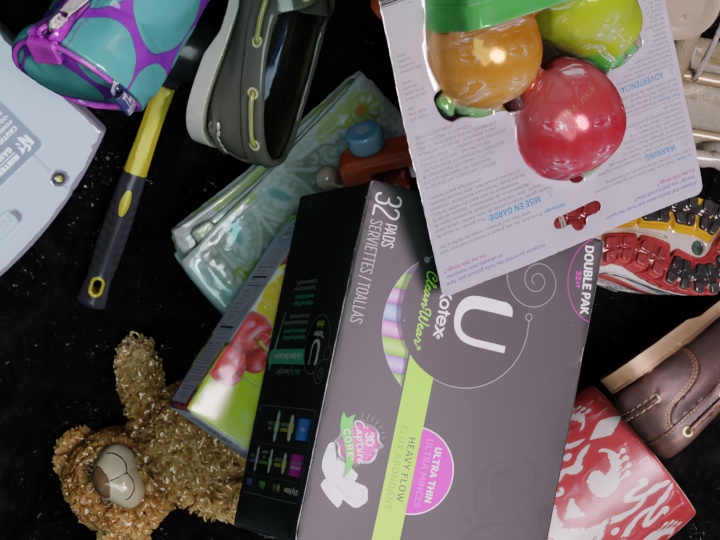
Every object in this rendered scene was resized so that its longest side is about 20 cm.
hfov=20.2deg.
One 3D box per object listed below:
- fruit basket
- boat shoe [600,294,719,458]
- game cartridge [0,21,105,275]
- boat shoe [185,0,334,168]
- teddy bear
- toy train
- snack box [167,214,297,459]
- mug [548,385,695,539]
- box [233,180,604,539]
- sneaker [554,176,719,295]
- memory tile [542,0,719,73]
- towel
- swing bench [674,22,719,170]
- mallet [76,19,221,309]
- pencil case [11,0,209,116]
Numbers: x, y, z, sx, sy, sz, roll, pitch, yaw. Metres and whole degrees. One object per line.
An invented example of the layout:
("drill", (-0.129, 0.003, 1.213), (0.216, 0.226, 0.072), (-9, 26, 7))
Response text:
("fruit basket", (0.093, -0.109, 1.083), (0.185, 0.094, 0.200), (-22, 113, -27))
("boat shoe", (0.243, 0.046, 1.291), (0.200, 0.070, 0.070), (-34, 83, -22))
("game cartridge", (-0.262, -0.053, 1.258), (0.200, 0.041, 0.133), (-43, 101, 5))
("boat shoe", (-0.044, -0.160, 1.207), (0.060, 0.072, 0.202), (27, 108, 25))
("teddy bear", (-0.102, 0.104, 1.299), (0.200, 0.067, 0.145), (-13, 103, -4))
("toy train", (0.032, -0.104, 1.167), (0.150, 0.056, 0.200), (-8, 127, 9))
("snack box", (0.006, 0.078, 1.222), (0.200, 0.053, 0.142), (36, 79, -16))
("mug", (0.095, 0.162, 1.306), (0.200, 0.133, 0.178), (-38, 107, 0))
("box", (0.030, 0.066, 1.138), (0.148, 0.124, 0.200), (13, 83, -19))
("sneaker", (0.139, -0.022, 1.280), (0.200, 0.082, 0.078), (18, 77, -16))
("memory tile", (0.102, -0.191, 1.140), (0.153, 0.017, 0.200), (-24, 123, 20))
("towel", (0.000, 0.000, 1.271), (0.171, 0.048, 0.200), (-43, 104, -11))
("swing bench", (0.290, -0.156, 1.248), (0.199, 0.130, 0.200), (10, 111, -9))
("mallet", (-0.149, -0.072, 1.267), (0.066, 0.041, 0.200), (25, 104, -11))
("pencil case", (-0.122, -0.190, 1.186), (0.085, 0.092, 0.200), (23, 79, 24))
